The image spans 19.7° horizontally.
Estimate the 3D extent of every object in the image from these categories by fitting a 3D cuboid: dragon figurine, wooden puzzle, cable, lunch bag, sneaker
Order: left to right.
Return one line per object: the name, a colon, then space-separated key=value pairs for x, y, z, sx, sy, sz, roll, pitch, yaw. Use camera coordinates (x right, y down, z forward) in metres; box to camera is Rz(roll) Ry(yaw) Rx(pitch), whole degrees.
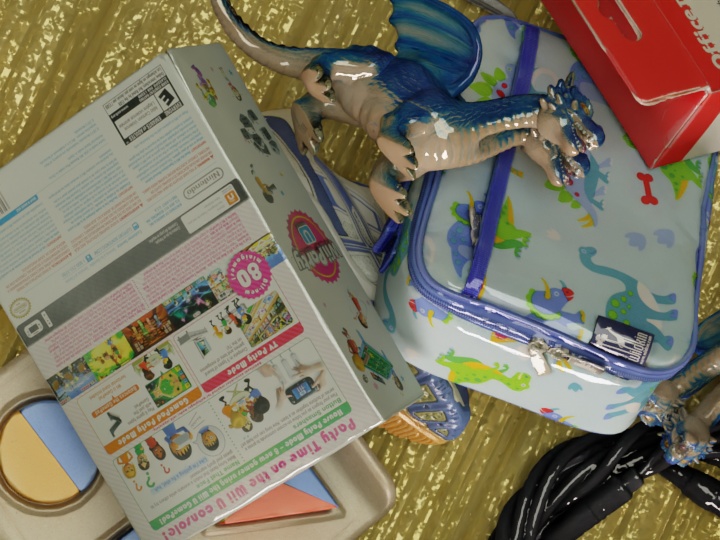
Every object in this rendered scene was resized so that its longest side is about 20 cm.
wooden puzzle: x=-0.106 y=0.106 z=1.078 sx=0.199 sy=0.046 sz=0.186 roll=-37 pitch=92 yaw=-9
sneaker: x=0.000 y=0.000 z=1.085 sx=0.200 sy=0.075 sz=0.088 roll=51 pitch=45 yaw=-18
dragon figurine: x=0.021 y=-0.090 z=0.994 sx=0.199 sy=0.059 sz=0.099 roll=37 pitch=55 yaw=24
lunch bag: x=0.095 y=-0.027 z=1.058 sx=0.160 sy=0.083 sz=0.201 roll=22 pitch=52 yaw=-6
cable: x=0.152 y=0.162 z=1.109 sx=0.198 sy=0.051 sz=0.165 roll=-4 pitch=87 yaw=-8
dragon figurine: x=0.217 y=0.037 z=1.113 sx=0.059 sy=0.099 sz=0.199 roll=50 pitch=42 yaw=9

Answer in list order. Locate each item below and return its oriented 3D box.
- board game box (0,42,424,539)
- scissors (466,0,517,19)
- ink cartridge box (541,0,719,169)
board game box: x=-0.085 y=0.014 z=1.007 sx=0.147 sy=0.064 sz=0.201 roll=-31 pitch=87 yaw=22
scissors: x=-0.003 y=-0.185 z=1.130 sx=0.073 sy=0.014 sz=0.200 roll=-44 pitch=94 yaw=-10
ink cartridge box: x=0.177 y=-0.127 z=1.068 sx=0.199 sy=0.067 sz=0.117 roll=-15 pitch=63 yaw=-33
